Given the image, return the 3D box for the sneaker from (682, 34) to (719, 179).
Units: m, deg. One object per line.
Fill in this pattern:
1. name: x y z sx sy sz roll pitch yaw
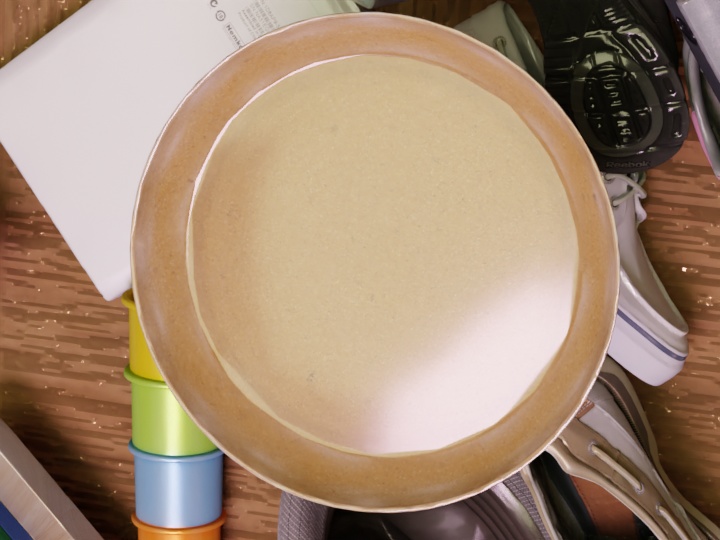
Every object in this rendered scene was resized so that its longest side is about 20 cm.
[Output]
1. sneaker: 0.171 -0.130 0.868 0.070 0.082 0.201 -1 124 24

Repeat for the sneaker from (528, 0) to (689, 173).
1. sneaker: 0.097 -0.145 0.885 0.076 0.091 0.201 -9 119 14

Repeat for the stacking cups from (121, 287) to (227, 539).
1. stacking cups: -0.095 0.108 1.038 0.060 0.061 0.201 5 106 14

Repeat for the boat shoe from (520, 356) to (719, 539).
1. boat shoe: 0.129 0.136 0.948 0.075 0.068 0.200 -21 111 36

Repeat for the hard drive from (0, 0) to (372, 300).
1. hard drive: -0.086 -0.092 1.009 0.200 0.027 0.132 -33 91 17

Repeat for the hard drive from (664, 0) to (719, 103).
1. hard drive: 0.229 -0.086 0.855 0.139 0.033 0.200 -36 124 0

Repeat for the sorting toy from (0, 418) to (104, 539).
1. sorting toy: -0.203 0.216 1.049 0.199 0.070 0.200 49 121 3

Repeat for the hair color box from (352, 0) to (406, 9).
1. hair color box: -0.001 -0.170 0.880 0.099 0.200 0.061 29 106 8

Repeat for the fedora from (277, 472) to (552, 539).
1. fedora: 0.027 0.168 0.978 0.090 0.176 0.201 -46 63 50

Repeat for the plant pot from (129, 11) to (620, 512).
1. plant pot: 0.006 -0.003 0.790 0.199 0.027 0.201 2 100 13

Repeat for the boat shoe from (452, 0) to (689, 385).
1. boat shoe: 0.102 -0.039 0.943 0.067 0.074 0.200 -39 88 20

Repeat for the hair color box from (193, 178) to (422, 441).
1. hair color box: 0.000 0.000 0.911 0.061 0.200 0.102 35 106 6
